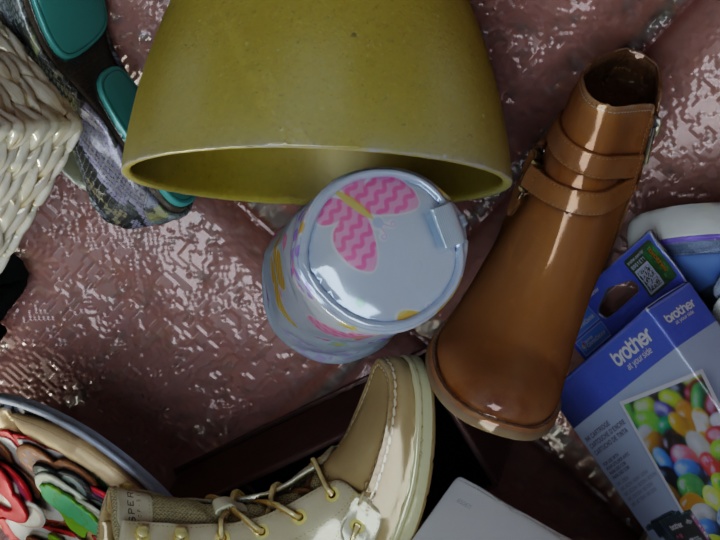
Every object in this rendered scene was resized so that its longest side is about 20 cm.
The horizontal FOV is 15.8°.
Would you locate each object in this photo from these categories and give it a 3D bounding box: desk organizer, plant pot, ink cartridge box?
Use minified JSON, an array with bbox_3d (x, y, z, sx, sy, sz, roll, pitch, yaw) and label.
[{"bbox_3d":[-0.015,0.116,1.454,0.199,0.077,0.072,-27,103,20],"label":"desk organizer"},{"bbox_3d":[-0.020,-0.116,1.324,0.199,0.200,0.143,1,84,12],"label":"plant pot"},{"bbox_3d":[0.172,0.090,1.360,0.201,0.042,0.119,57,148,9],"label":"ink cartridge box"}]

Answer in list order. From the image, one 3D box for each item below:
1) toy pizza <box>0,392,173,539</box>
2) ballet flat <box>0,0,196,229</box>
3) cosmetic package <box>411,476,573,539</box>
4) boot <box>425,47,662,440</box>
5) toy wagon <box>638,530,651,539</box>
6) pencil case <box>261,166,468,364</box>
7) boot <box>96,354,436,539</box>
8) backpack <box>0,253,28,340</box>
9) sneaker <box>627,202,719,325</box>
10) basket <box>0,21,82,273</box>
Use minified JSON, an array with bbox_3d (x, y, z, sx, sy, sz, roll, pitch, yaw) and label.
[{"bbox_3d":[-0.159,0.147,1.461,0.199,0.032,0.201,28,149,19],"label":"toy pizza"},{"bbox_3d":[-0.161,-0.109,1.409,0.072,0.072,0.201,-23,103,19],"label":"ballet flat"},{"bbox_3d":[0.081,0.252,1.339,0.200,0.123,0.200,43,80,-36],"label":"cosmetic package"},{"bbox_3d":[0.098,-0.018,1.312,0.073,0.200,0.155,22,121,-2],"label":"boot"},{"bbox_3d":[0.226,0.161,1.442,0.154,0.040,0.201,28,112,0],"label":"toy wagon"},{"bbox_3d":[0.000,0.000,1.342,0.090,0.200,0.084,-4,84,-7],"label":"pencil case"},{"bbox_3d":[-0.054,0.125,1.355,0.154,0.073,0.201,14,108,-16],"label":"boot"},{"bbox_3d":[-0.297,0.038,1.418,0.154,0.200,0.163,46,113,-6],"label":"backpack"},{"bbox_3d":[0.229,0.051,1.347,0.199,0.081,0.148,9,77,3],"label":"sneaker"},{"bbox_3d":[-0.258,-0.092,1.364,0.200,0.123,0.136,48,121,23],"label":"basket"}]
